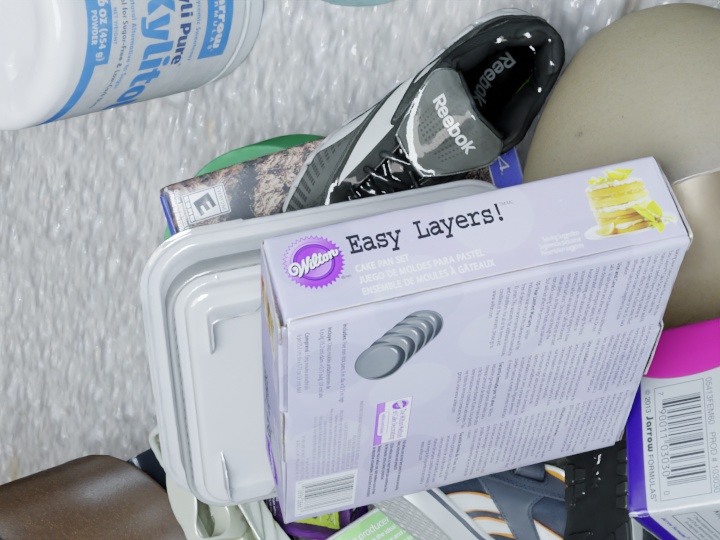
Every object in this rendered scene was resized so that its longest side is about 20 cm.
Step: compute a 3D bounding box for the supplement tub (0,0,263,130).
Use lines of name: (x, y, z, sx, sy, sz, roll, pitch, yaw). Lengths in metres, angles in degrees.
supplement tub: (-0.166, -0.166, 0.988, 0.131, 0.199, 0.134, 10, 110, 31)

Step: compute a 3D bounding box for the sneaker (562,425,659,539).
sneaker: (0.161, 0.156, 0.889, 0.075, 0.087, 0.203, -10, 67, 58)

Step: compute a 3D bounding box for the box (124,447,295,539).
box: (-0.153, 0.222, 1.145, 0.199, 0.107, 0.150, -35, 83, 35)

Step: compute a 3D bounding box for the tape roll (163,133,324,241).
tape roll: (-0.042, 0.013, 1.049, 0.198, 0.048, 0.203, 11, 110, 31)

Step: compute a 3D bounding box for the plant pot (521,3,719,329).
plant pot: (0.167, -0.056, 0.821, 0.200, 0.199, 0.136, -36, 52, 35)

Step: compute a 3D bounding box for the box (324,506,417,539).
box: (0.076, 0.223, 0.984, 0.143, 0.036, 0.201, -31, 85, -8)

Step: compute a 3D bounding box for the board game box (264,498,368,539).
board game box: (-0.056, 0.072, 1.029, 0.119, 0.032, 0.203, 3, 105, 30)

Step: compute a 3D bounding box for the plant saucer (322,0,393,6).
plant saucer: (-0.015, -0.260, 0.958, 0.199, 0.039, 0.204, 10, 108, 31)

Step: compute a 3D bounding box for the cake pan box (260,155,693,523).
cake pan box: (0.046, 0.041, 0.735, 0.201, 0.182, 0.053, 91, 165, -57)

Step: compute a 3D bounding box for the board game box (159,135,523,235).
board game box: (0.000, 0.000, 0.919, 0.198, 0.097, 0.161, -18, 95, -8)

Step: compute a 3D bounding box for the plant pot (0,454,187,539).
plant pot: (-0.214, 0.217, 0.999, 0.198, 0.198, 0.203, 10, 109, 31)

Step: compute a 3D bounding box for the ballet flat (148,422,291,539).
ballet flat: (-0.083, 0.177, 1.021, 0.069, 0.069, 0.202, -27, 88, 36)

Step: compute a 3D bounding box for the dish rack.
dish rack: (-0.008, 0.047, 0.820, 0.044, 0.197, 0.173, -119, 22, -53)

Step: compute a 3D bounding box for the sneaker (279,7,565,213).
sneaker: (0.032, -0.067, 0.826, 0.200, 0.090, 0.067, -43, 98, -6)

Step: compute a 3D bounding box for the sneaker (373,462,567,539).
sneaker: (0.073, 0.138, 0.938, 0.199, 0.080, 0.078, 39, 163, -9)

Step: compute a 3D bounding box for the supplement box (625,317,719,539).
supplement box: (0.243, 0.077, 0.795, 0.198, 0.103, 0.102, -15, 56, 31)
